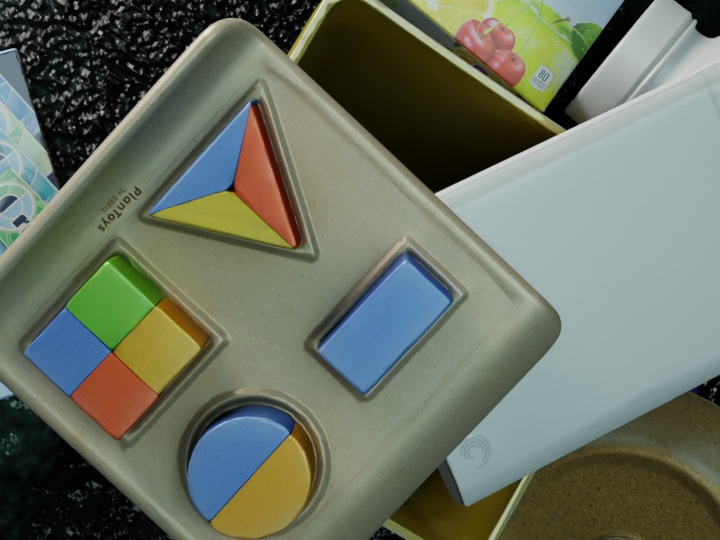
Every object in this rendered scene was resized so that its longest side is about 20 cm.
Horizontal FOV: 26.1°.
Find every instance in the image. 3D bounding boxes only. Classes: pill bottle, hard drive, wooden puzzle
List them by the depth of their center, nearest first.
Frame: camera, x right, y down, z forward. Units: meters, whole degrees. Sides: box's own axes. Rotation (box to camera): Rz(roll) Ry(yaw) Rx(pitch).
[{"bbox_3d":[-0.043,0.026,0.648,0.200,0.046,0.185,42,95,-8],"label":"wooden puzzle"},{"bbox_3d":[0.107,0.004,0.709,0.200,0.026,0.132,-26,100,-12],"label":"hard drive"},{"bbox_3d":[0.216,-0.057,0.857,0.200,0.112,0.113,40,84,2],"label":"pill bottle"}]

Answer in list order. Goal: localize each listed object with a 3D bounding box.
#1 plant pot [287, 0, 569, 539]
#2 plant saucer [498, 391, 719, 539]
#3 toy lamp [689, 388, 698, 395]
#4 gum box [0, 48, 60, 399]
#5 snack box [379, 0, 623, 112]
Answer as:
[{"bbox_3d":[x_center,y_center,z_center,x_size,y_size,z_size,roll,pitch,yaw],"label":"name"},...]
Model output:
[{"bbox_3d":[0.000,0.000,0.785,0.200,0.176,0.200,32,86,-15],"label":"plant pot"},{"bbox_3d":[0.143,0.160,0.857,0.200,0.035,0.201,3,103,15],"label":"plant saucer"},{"bbox_3d":[0.198,0.125,0.907,0.058,0.058,0.200,-34,102,-9],"label":"toy lamp"},{"bbox_3d":[-0.247,-0.004,0.791,0.199,0.045,0.170,-18,98,-11],"label":"gum box"},{"bbox_3d":[0.064,-0.211,0.842,0.200,0.068,0.169,39,85,-15],"label":"snack box"}]
